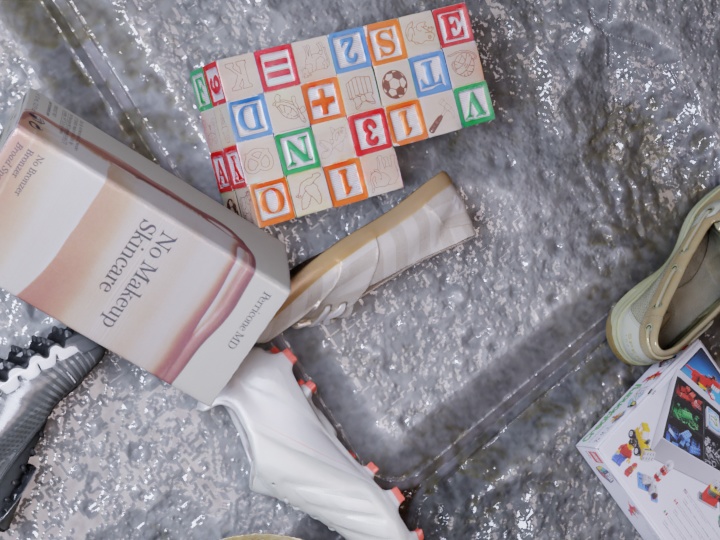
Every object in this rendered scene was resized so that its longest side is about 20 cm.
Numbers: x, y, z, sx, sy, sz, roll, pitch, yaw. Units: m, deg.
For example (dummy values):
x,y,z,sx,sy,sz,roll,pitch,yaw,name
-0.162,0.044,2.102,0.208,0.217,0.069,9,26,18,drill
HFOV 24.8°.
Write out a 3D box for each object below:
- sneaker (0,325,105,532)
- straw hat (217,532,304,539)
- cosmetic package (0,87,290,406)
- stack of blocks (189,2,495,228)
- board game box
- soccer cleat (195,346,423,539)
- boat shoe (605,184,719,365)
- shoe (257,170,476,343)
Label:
x,y,z,sx,sy,sz,roll,pitch,yaw,name
-0.234,0.115,1.037,0.199,0.066,0.091,-38,107,-18,sneaker
-0.079,0.258,1.089,0.199,0.085,0.204,-1,98,-9,straw hat
-0.153,-0.014,1.039,0.199,0.087,0.104,30,106,-17,cosmetic package
-0.008,-0.108,1.148,0.198,0.058,0.116,-17,95,-24,stack of blocks
0.270,0.170,1.278,0.126,0.035,0.201,-42,105,-19,board game box
-0.033,0.143,1.128,0.077,0.069,0.201,-39,97,-15,soccer cleat
0.273,-0.003,1.270,0.200,0.063,0.073,-41,104,-20,boat shoe
0.000,0.000,1.141,0.199,0.070,0.054,-34,94,-24,shoe
